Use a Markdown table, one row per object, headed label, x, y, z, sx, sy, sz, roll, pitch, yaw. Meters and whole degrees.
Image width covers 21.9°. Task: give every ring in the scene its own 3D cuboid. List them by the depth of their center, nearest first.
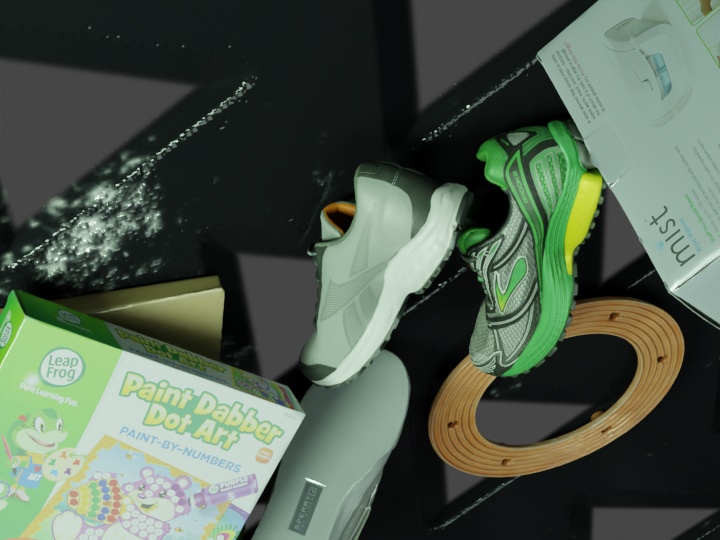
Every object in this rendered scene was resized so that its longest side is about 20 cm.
| label | x | y | z | sx | sy | sz | roll | pitch | yaw |
| --- | --- | --- | --- | --- | --- | --- | --- | --- | --- |
| ring | 0.142 | 0.084 | 1.366 | 0.200 | 0.019 | 0.201 | -15 | 141 | -12 |

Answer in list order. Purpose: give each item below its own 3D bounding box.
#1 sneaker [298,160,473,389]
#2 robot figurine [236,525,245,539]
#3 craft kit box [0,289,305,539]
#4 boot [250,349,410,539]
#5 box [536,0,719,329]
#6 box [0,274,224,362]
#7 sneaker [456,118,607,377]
| label | x | y | z | sx | sy | sz | roll | pitch | yaw |
| --- | --- | --- | --- | --- | --- | --- | --- | --- | --- |
| sneaker | 0.000 | 0.000 | 1.167 | 0.079 | 0.074 | 0.200 | 28 | 137 | -3 |
| robot figurine | -0.147 | 0.232 | 1.315 | 0.200 | 0.116 | 0.176 | 18 | 121 | -41 |
| craft kit box | -0.165 | 0.133 | 1.157 | 0.200 | 0.049 | 0.198 | 21 | 102 | -28 |
| boot | -0.022 | 0.149 | 1.293 | 0.200 | 0.073 | 0.096 | -62 | 169 | -4 |
| box | 0.221 | -0.095 | 1.048 | 0.176 | 0.200 | 0.097 | -41 | 139 | 20 |
| box | -0.189 | 0.077 | 1.188 | 0.200 | 0.021 | 0.164 | -9 | 139 | -16 |
| sneaker | 0.093 | -0.014 | 1.193 | 0.085 | 0.078 | 0.200 | -3 | 129 | -14 |
